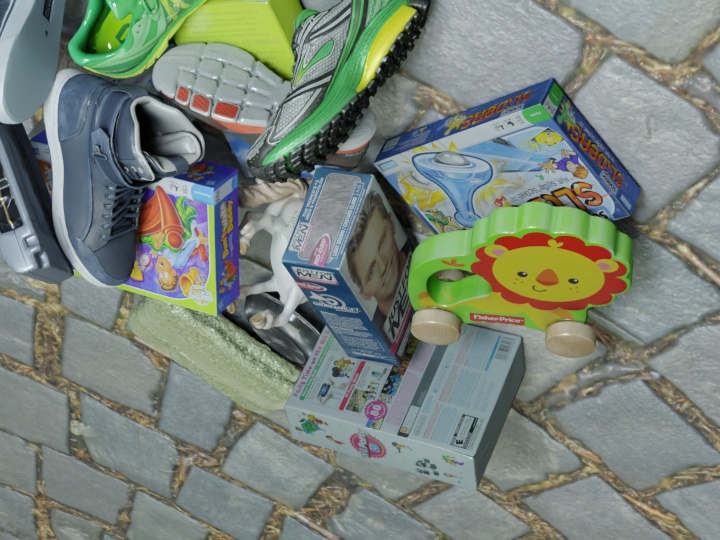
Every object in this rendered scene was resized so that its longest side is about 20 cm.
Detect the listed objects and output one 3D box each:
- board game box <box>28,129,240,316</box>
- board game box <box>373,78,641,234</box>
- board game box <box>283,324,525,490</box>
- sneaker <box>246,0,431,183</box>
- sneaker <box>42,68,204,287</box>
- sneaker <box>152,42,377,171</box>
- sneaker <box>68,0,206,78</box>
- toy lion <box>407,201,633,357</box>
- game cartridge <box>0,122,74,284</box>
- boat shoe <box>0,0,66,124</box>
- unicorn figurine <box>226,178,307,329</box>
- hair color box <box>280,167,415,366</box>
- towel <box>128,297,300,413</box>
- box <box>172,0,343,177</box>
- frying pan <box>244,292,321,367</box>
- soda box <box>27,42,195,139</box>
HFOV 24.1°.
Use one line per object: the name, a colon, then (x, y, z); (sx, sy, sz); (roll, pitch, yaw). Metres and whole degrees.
board game box: (-0.209, -0.048, 1.566); (0.199, 0.045, 0.135); (15, 123, 22)
board game box: (0.125, -0.082, 1.469); (0.200, 0.035, 0.135); (-17, 125, 45)
board game box: (0.045, 0.118, 1.673); (0.199, 0.148, 0.064); (14, 145, 19)
sneaker: (-0.030, -0.156, 1.361); (0.085, 0.200, 0.078); (34, 168, 9)
sneaker: (-0.198, -0.067, 1.457); (0.146, 0.077, 0.203); (13, 122, 38)
sneaker: (-0.086, -0.127, 1.441); (0.199, 0.077, 0.082); (21, 149, 9)
sneaker: (-0.172, -0.235, 1.390); (0.074, 0.084, 0.200); (46, 118, 18)
toy lion: (0.139, 0.001, 1.489); (0.199, 0.069, 0.192); (4, 150, 10)
game cartridge: (-0.309, -0.085, 1.485); (0.040, 0.201, 0.133); (-21, 173, 5)
boat shoe: (-0.310, -0.212, 1.452); (0.091, 0.201, 0.071); (-1, 152, 19)
unicorn figurine: (-0.074, -0.006, 1.634); (0.074, 0.137, 0.200); (35, 135, 27)
hair color box: (0.000, 0.000, 1.558); (0.060, 0.100, 0.200); (9, 156, 24)
towel: (-0.158, 0.089, 1.841); (0.200, 0.037, 0.148); (37, 155, -7)
box: (-0.085, -0.169, 1.489); (0.122, 0.048, 0.200); (3, 137, 31)
frying pan: (-0.071, 0.082, 1.799); (0.115, 0.031, 0.190); (28, 159, 27)
soda box: (-0.231, -0.145, 1.598); (0.200, 0.068, 0.063); (-17, 122, 44)
